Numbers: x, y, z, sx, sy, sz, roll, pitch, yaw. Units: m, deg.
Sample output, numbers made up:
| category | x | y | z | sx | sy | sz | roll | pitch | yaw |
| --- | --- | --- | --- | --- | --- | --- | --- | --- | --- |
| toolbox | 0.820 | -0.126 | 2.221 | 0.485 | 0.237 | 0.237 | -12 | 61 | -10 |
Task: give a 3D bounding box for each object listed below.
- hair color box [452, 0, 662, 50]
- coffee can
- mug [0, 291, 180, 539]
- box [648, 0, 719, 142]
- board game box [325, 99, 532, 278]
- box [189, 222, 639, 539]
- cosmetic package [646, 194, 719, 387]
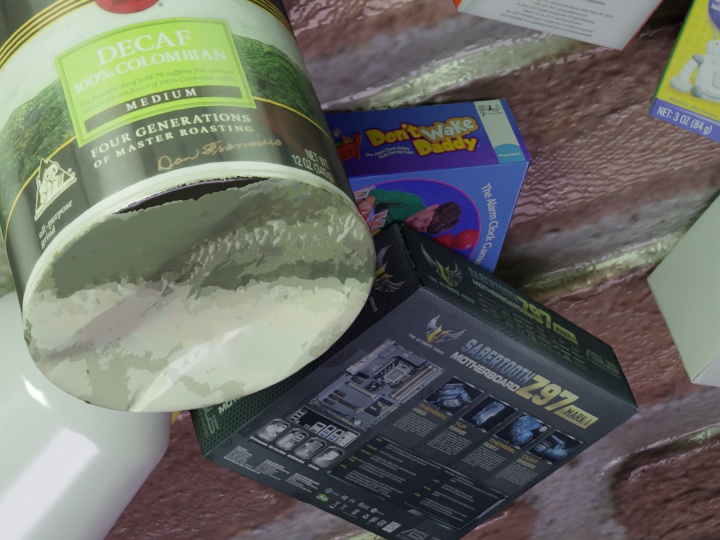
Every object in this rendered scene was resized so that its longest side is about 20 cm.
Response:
| category | x | y | z | sx | sy | sz | roll | pitch | yaw |
| --- | --- | --- | --- | --- | --- | --- | --- | --- | --- |
| hair color box | 0.124 | -0.194 | 1.047 | 0.101 | 0.061 | 0.200 | 10 | 135 | -33 |
| coffee can | -0.089 | -0.062 | 1.000 | 0.146 | 0.200 | 0.146 | -13 | 143 | -10 |
| mug | -0.175 | 0.083 | 1.225 | 0.149 | 0.187 | 0.153 | 40 | 108 | -13 |
| box | 0.224 | -0.141 | 1.108 | 0.117 | 0.048 | 0.200 | 21 | 124 | 5 |
| board game box | 0.000 | 0.000 | 1.245 | 0.134 | 0.045 | 0.200 | -6 | 141 | -18 |
| box | 0.030 | 0.069 | 1.265 | 0.158 | 0.051 | 0.200 | -38 | 139 | 23 |
| cosmetic package | 0.264 | -0.022 | 1.304 | 0.108 | 0.085 | 0.200 | 11 | 134 | -34 |
